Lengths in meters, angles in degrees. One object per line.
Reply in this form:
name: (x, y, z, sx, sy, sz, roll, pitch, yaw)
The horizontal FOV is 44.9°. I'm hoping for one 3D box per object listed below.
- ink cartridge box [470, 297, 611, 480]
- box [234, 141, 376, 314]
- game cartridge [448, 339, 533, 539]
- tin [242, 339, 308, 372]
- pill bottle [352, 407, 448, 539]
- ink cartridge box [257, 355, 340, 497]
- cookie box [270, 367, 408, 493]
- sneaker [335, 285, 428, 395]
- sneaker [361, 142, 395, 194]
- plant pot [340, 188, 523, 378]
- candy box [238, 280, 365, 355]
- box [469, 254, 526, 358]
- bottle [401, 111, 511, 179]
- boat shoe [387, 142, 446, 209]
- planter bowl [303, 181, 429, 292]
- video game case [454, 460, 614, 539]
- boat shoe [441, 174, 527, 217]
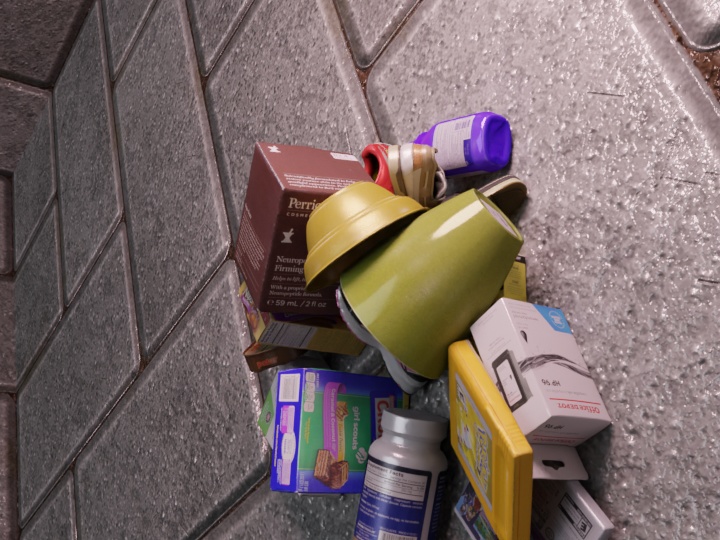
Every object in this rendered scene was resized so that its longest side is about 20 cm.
ink cartridge box: (0.219, 0.140, 1.030, 0.068, 0.115, 0.202, -46, 48, 37)
box: (-0.082, -0.062, 1.310, 0.165, 0.163, 0.203, -123, 42, -53)
game cartridge: (0.151, 0.212, 1.036, 0.201, 0.032, 0.179, -113, 15, -55)
tin: (-0.130, 0.122, 1.477, 0.110, 0.200, 0.043, -14, 99, 15)
pill bottle: (0.060, 0.300, 1.210, 0.115, 0.114, 0.204, 9, 87, 54)
ink cartridge box: (-0.081, 0.255, 1.444, 0.200, 0.083, 0.147, 46, 118, 50)
cookie box: (-0.026, 0.238, 1.274, 0.075, 0.198, 0.174, -10, 74, 51)
sneaker: (0.051, 0.078, 1.262, 0.086, 0.200, 0.081, -34, 15, 28)
sneaker: (0.024, -0.105, 1.394, 0.077, 0.084, 0.204, -14, 72, 52)
plant pot: (0.106, -0.001, 1.112, 0.200, 0.186, 0.188, -46, 45, 16)
candy box: (-0.088, 0.069, 1.406, 0.057, 0.198, 0.117, -55, 42, 28)
box: (0.181, 0.081, 1.154, 0.075, 0.050, 0.204, -16, 69, 50)
bottle: (0.133, -0.177, 1.278, 0.199, 0.064, 0.085, -4, 82, 54)
boat shoe: (0.091, -0.113, 1.250, 0.067, 0.200, 0.076, -6, 67, 12)
planter bowl: (-0.011, -0.060, 1.161, 0.200, 0.199, 0.084, -39, 80, 42)
video game case: (0.205, 0.305, 1.071, 0.201, 0.023, 0.184, 53, 129, 46)
boat shoe: (0.137, -0.076, 1.209, 0.200, 0.071, 0.067, -38, 48, 19)
